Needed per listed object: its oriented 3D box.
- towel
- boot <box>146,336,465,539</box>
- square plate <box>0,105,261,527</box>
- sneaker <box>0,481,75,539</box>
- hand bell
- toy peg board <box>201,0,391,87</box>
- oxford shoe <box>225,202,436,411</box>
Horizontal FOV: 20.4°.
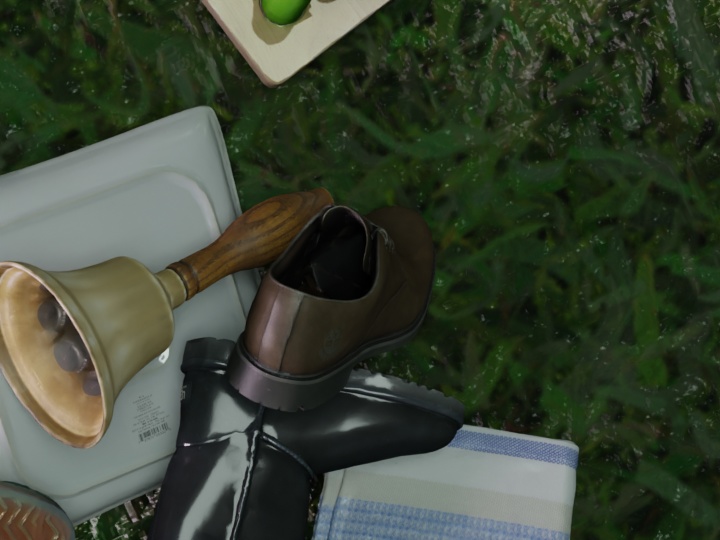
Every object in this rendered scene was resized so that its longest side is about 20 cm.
[{"bbox_3d":[0.039,0.179,1.115,0.146,0.024,0.201,6,69,10],"label":"towel"},{"bbox_3d":[-0.036,0.152,1.083,0.164,0.066,0.201,12,75,-11],"label":"boot"},{"bbox_3d":[-0.137,0.032,1.097,0.199,0.028,0.199,-21,102,-23],"label":"square plate"},{"bbox_3d":[-0.246,0.124,1.027,0.199,0.080,0.072,8,106,-33],"label":"sneaker"},{"bbox_3d":[-0.091,0.003,1.069,0.199,0.104,0.105,-30,92,-35],"label":"hand bell"},{"bbox_3d":[-0.028,-0.246,1.134,0.199,0.098,0.200,-38,93,-9],"label":"toy peg board"},{"bbox_3d":[0.000,0.000,1.084,0.072,0.200,0.085,23,118,11],"label":"oxford shoe"}]
